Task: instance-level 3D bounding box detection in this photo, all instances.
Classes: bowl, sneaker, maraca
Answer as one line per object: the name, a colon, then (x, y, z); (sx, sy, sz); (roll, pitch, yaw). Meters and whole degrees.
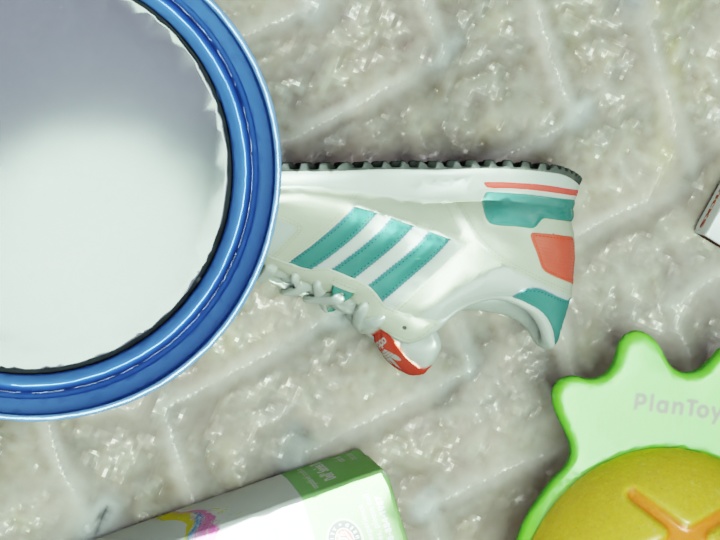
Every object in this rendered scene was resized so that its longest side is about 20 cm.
bowl: (-0.133, -0.039, 1.176); (0.200, 0.039, 0.201); (-1, 94, -11)
sneaker: (0.000, 0.000, 1.255); (0.200, 0.070, 0.093); (-2, 90, -12)
maraca: (0.132, 0.127, 1.271); (0.137, 0.107, 0.200); (6, 94, -9)

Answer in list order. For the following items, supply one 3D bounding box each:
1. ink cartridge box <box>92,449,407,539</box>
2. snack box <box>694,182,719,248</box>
ink cartridge box: (-0.071, 0.166, 1.261); (0.200, 0.067, 0.117); (-18, 99, -8)
snack box: (0.255, 0.000, 1.320); (0.200, 0.024, 0.072); (29, 92, -11)
